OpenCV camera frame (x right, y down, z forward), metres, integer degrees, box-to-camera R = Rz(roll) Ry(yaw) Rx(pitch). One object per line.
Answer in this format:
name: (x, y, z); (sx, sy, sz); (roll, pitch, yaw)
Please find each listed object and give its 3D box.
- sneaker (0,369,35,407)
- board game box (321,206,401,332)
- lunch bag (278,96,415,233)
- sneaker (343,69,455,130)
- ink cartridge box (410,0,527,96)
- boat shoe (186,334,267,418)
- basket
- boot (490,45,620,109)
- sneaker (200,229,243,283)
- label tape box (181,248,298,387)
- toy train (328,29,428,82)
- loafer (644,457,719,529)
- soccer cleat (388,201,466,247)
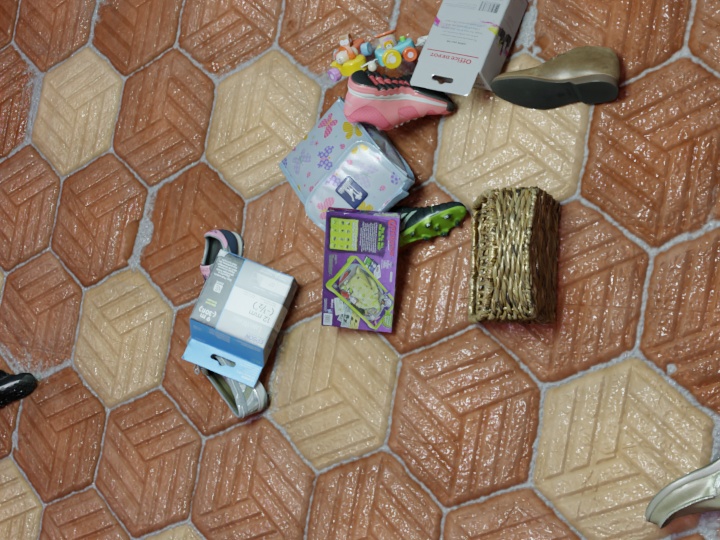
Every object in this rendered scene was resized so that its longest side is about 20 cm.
sneaker: (-0.769, 0.237, 1.976); (0.200, 0.076, 0.088); (-25, 65, 25)
board game box: (0.000, 0.000, 1.518); (0.120, 0.032, 0.201); (7, 111, 9)
lunch bag: (-0.018, -0.158, 1.554); (0.170, 0.127, 0.200); (-44, 57, 20)
sneaker: (0.057, -0.267, 1.514); (0.074, 0.200, 0.087); (60, 137, 44)
ink cartridge box: (0.172, -0.362, 1.495); (0.115, 0.068, 0.200); (19, 82, 31)
boat shoe: (-0.249, 0.182, 1.674); (0.202, 0.065, 0.075); (46, 132, 23)
basket: (0.207, -0.021, 1.403); (0.149, 0.143, 0.201); (1, 83, 29)
boot: (0.300, -0.299, 1.442); (0.199, 0.074, 0.076); (2, 65, 26)
sneaker: (-0.264, 0.023, 1.705); (0.070, 0.082, 0.201); (-4, 81, 30)
label tape box: (-0.213, 0.082, 1.627); (0.143, 0.066, 0.200); (21, 78, 7)
toy train: (0.019, -0.373, 1.554); (0.200, 0.150, 0.056); (-4, 122, 34)
loafer: (0.471, 0.293, 1.246); (0.200, 0.076, 0.068); (-39, 60, 19)
soccer cleat: (0.079, -0.080, 1.534); (0.200, 0.067, 0.081); (-24, 59, 26)
